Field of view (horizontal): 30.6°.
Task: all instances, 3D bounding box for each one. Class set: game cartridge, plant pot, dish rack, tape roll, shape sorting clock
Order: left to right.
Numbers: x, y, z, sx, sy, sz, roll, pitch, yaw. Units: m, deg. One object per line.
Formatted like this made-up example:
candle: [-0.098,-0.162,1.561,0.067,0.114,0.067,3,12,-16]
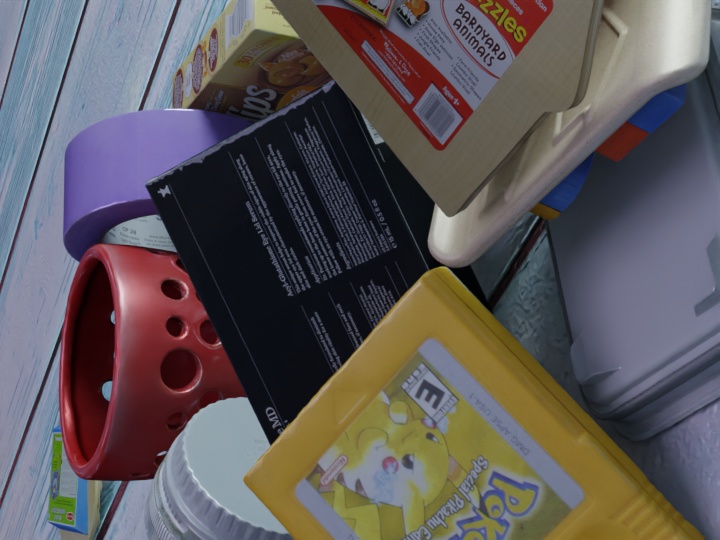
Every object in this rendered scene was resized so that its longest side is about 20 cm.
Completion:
shape sorting clock: [-0.365,0.268,1.698,0.200,0.039,0.201,-21,66,60]
tape roll: [-0.167,-0.063,1.185,0.200,0.199,0.085,-37,51,56]
plant pot: [-0.154,0.085,1.143,0.200,0.182,0.202,-26,60,59]
game cartridge: [0.053,0.129,0.705,0.200,0.032,0.176,47,114,14]
dish rack: [0.152,-0.026,0.701,0.172,0.043,0.201,-47,43,51]

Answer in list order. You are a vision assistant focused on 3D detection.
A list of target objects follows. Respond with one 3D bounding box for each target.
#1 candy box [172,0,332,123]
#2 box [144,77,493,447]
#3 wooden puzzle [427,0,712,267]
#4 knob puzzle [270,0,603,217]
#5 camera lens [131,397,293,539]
candy box: [-0.076,-0.174,1.120,0.200,0.115,0.056,-32,55,58]
box: [-0.015,0.005,0.774,0.141,0.079,0.201,-25,92,21]
wooden puzzle: [0.119,-0.110,0.696,0.200,0.046,0.186,-40,29,48]
knob puzzle: [0.048,-0.156,0.648,0.219,0.030,0.221,18,119,37]
camera lens: [-0.097,0.220,1.019,0.201,0.159,0.160,-67,31,31]
